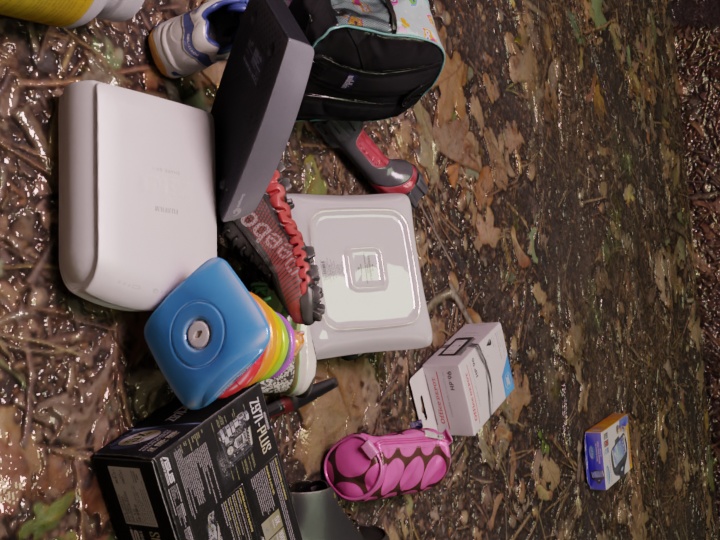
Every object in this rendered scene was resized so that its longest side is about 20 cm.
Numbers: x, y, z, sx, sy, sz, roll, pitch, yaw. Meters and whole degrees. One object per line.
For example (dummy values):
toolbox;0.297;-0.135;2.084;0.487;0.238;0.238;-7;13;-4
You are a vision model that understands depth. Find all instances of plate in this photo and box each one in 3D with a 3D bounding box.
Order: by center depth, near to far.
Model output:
plate;0.000;0.000;1.122;0.197;0.032;0.203;-3;80;-31

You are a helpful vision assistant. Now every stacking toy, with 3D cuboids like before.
stacking toy;-0.108;0.072;0.916;0.110;0.116;0.199;53;13;21

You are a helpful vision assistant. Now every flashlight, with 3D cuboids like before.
flashlight;0.018;-0.159;1.225;0.200;0.067;0.069;48;50;-43

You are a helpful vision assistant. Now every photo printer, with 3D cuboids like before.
photo printer;-0.209;-0.063;0.875;0.165;0.069;0.204;7;81;-55

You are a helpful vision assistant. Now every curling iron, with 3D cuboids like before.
curling iron;-0.087;0.165;1.068;0.199;0.025;0.050;-30;119;-54

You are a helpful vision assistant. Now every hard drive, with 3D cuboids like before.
hard drive;-0.106;-0.163;0.909;0.042;0.202;0.136;6;36;-29

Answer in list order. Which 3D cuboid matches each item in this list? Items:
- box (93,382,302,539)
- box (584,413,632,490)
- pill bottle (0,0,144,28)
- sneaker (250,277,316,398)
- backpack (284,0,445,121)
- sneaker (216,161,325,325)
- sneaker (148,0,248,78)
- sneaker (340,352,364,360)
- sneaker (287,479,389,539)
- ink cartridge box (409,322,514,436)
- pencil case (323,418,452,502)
box;-0.152;0.235;0.908;0.163;0.085;0.203;-33;113;-52
box;0.519;0.381;1.926;0.199;0.041;0.121;-10;95;-58
pill bottle;-0.275;-0.267;0.765;0.199;0.111;0.114;-3;88;-56
sneaker;-0.104;0.048;1.025;0.088;0.076;0.204;-7;88;-42
backpack;-0.006;-0.261;1.072;0.197;0.176;0.156;4;58;-29
sneaker;-0.101;-0.023;0.974;0.071;0.096;0.203;89;-19;-62
sneaker;-0.137;-0.265;0.991;0.201;0.087;0.076;-54;127;-46
sneaker;-0.013;0.015;1.171;0.079;0.073;0.203;26;60;-35
sneaker;-0.024;0.301;1.091;0.199;0.074;0.108;7;88;-54
ink cartridge box;0.157;0.171;1.390;0.199;0.067;0.118;-35;114;-52
pencil case;0.041;0.245;1.189;0.199;0.093;0.092;7;50;-57
